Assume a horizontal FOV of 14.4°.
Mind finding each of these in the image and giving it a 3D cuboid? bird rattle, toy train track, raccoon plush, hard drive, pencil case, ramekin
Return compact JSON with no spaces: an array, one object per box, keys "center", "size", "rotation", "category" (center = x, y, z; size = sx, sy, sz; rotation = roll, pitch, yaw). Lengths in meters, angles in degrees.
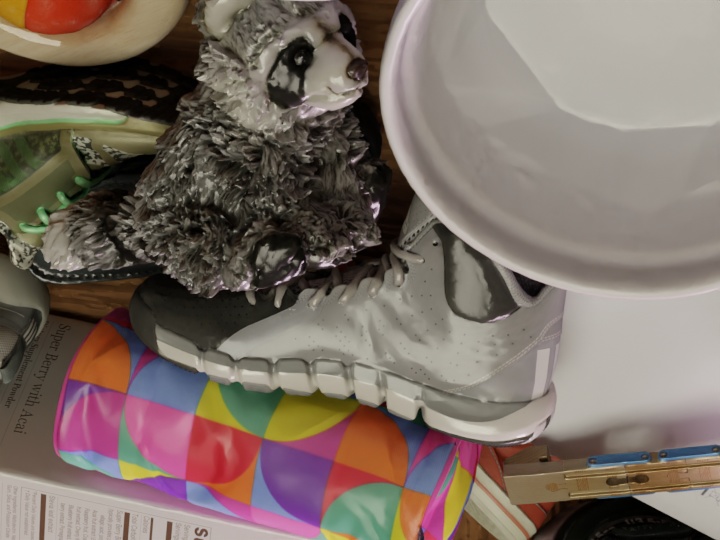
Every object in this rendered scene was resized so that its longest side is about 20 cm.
[{"center":[-0.126,-0.155,1.250],"size":[0.200,0.113,0.163],"rotation":[9,144,-10],"category":"bird rattle"},{"center":[0.167,0.082,1.328],"size":[0.200,0.033,0.115],"rotation":[-7,138,11],"category":"toy train track"},{"center":[-0.077,-0.064,1.202],"size":[0.200,0.097,0.134],"rotation":[-7,108,26],"category":"raccoon plush"},{"center":[0.156,0.052,1.341],"size":[0.200,0.025,0.132],"rotation":[28,118,-17],"category":"hard drive"},{"center":[-0.042,0.084,1.325],"size":[0.200,0.088,0.088],"rotation":[19,133,14],"category":"pencil case"},{"center":[0.115,-0.095,1.204],"size":[0.200,0.105,0.200],"rotation":[8,131,9],"category":"ramekin"}]

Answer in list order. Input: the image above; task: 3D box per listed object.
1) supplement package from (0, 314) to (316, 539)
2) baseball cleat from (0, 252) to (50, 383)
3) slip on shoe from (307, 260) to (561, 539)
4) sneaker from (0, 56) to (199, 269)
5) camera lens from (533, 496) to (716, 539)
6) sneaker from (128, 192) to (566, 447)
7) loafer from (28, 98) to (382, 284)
[{"center":[-0.102,0.115,1.431],"size":[0.200,0.121,0.120],"rotation":[11,131,5],"category":"supplement package"},{"center":[-0.255,0.026,1.401],"size":[0.200,0.106,0.070],"rotation":[-1,132,22],"category":"baseball cleat"},{"center":[0.031,0.046,1.383],"size":[0.200,0.061,0.074],"rotation":[48,171,-13],"category":"slip on shoe"},{"center":[-0.148,-0.047,1.326],"size":[0.200,0.077,0.089],"rotation":[-2,110,27],"category":"sneaker"},{"center":[0.124,0.223,1.436],"size":[0.160,0.160,0.200],"rotation":[25,132,-6],"category":"camera lens"},{"center":[0.000,0.000,1.282],"size":[0.200,0.075,0.116],"rotation":[13,114,3],"category":"sneaker"},{"center":[-0.083,-0.032,1.334],"size":[0.200,0.070,0.068],"rotation":[-18,123,27],"category":"loafer"}]
